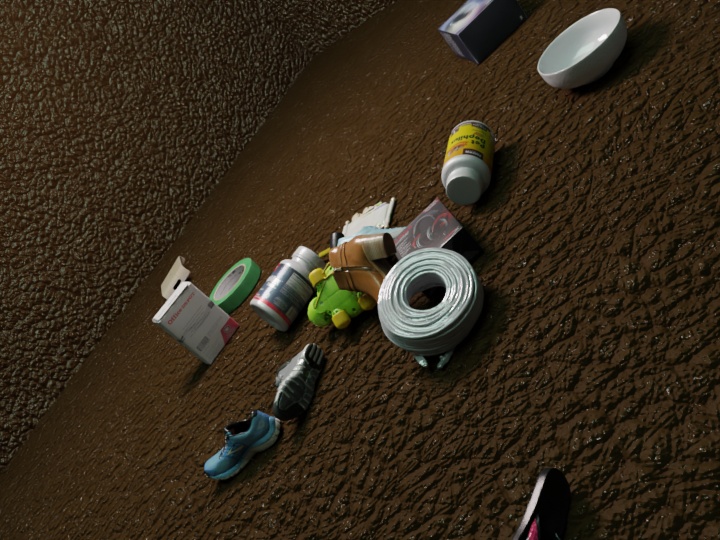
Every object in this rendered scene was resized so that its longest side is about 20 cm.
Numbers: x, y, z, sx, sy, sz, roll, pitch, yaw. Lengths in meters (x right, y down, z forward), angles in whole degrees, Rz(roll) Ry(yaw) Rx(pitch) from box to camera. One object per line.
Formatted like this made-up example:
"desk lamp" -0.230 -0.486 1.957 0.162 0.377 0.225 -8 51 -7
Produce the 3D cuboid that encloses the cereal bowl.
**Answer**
"cereal bowl" 0.493 -0.470 1.445 0.199 0.083 0.201 -35 27 21

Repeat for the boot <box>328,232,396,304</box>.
"boot" 0.014 0.029 1.349 0.153 0.204 0.073 -13 -5 38

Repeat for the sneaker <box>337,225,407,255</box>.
"sneaker" 0.038 -0.076 1.504 0.196 0.074 0.083 -16 60 0

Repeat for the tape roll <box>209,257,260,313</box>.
"tape roll" -0.406 0.052 2.124 0.199 0.048 0.202 -36 27 21

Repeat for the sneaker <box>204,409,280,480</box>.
"sneaker" -0.262 0.357 1.390 0.199 0.090 0.079 -42 25 12

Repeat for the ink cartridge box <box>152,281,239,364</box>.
"ink cartridge box" -0.475 0.150 1.904 0.147 0.200 0.084 -54 26 -19

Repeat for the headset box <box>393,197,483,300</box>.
"headset box" 0.149 -0.053 1.373 0.148 0.075 0.201 -42 25 10

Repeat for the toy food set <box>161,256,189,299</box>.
"toy food set" -0.751 0.034 2.701 0.145 0.060 0.200 -58 23 2

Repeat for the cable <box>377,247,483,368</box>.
"cable" 0.122 0.053 1.192 0.200 0.069 0.199 -48 49 -10

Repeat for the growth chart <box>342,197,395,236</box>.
"growth chart" 0.016 -0.127 1.764 0.198 0.018 0.146 -25 32 39

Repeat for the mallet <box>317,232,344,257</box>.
"mallet" -0.104 -0.053 1.801 0.199 0.041 0.067 -16 67 54

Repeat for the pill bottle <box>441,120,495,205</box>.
"pill bottle" 0.239 -0.236 1.466 0.108 0.109 0.202 -26 31 35

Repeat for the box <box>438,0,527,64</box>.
"box" 0.370 -0.759 2.029 0.200 0.123 0.199 -43 26 7

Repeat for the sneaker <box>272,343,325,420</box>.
"sneaker" -0.152 0.252 1.412 0.115 0.075 0.201 -31 18 39

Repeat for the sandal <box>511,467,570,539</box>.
"sandal" 0.204 0.315 0.741 0.045 0.075 0.202 -14 37 49

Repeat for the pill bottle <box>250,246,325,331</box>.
"pill bottle" -0.181 0.043 1.701 0.201 0.120 0.119 -54 26 -19

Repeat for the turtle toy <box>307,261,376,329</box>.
"turtle toy" -0.044 0.054 1.468 0.199 0.147 0.101 -36 -15 19
